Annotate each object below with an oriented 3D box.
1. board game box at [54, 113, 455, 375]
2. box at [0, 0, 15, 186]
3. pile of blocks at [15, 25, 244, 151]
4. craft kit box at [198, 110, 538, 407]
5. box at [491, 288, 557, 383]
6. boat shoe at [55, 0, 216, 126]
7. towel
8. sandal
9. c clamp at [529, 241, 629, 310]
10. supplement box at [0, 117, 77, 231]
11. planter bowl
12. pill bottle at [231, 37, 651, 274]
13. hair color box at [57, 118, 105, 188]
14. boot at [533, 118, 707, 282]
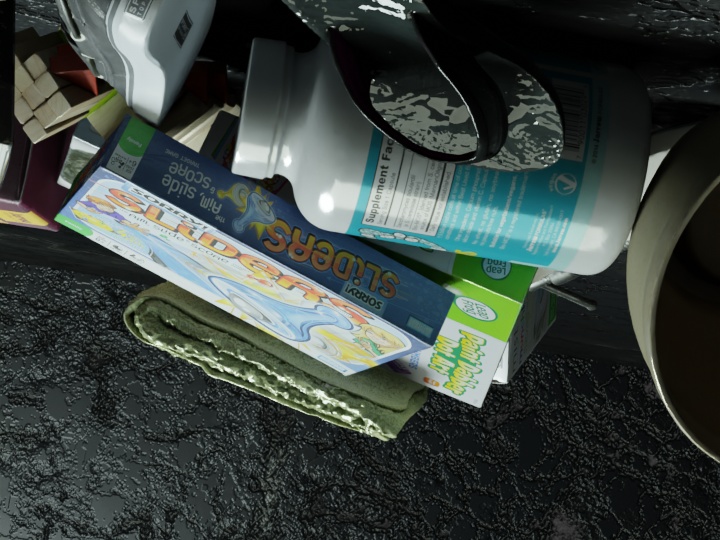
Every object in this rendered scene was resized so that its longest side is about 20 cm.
[{"bbox_3d":[-0.062,-0.009,0.901,0.200,0.034,0.135,29,161,-13],"label":"board game box"},{"bbox_3d":[-0.238,-0.109,0.646,0.200,0.158,0.050,11,135,-24],"label":"box"},{"bbox_3d":[-0.121,-0.113,0.926,0.062,0.082,0.200,-33,159,29],"label":"pile of blocks"},{"bbox_3d":[0.000,0.000,0.970,0.197,0.049,0.200,20,159,5],"label":"craft kit box"},{"bbox_3d":[0.052,0.016,1.372,0.200,0.097,0.176,7,-163,19],"label":"box"},{"bbox_3d":[-0.115,-0.121,0.783,0.066,0.070,0.200,26,177,0],"label":"boat shoe"},{"bbox_3d":[-0.047,0.047,1.091,0.200,0.037,0.148,22,-163,6],"label":"towel"},{"bbox_3d":[0.020,-0.085,0.697,0.075,0.048,0.200,-15,145,33],"label":"sandal"},{"bbox_3d":[0.174,-0.029,1.141,0.171,0.027,0.200,13,151,-37],"label":"c clamp"},{"bbox_3d":[-0.301,-0.097,1.092,0.200,0.103,0.131,8,173,3],"label":"supplement box"},{"bbox_3d":[0.221,-0.010,0.829,0.200,0.200,0.135,11,-160,-15],"label":"planter bowl"},{"bbox_3d":[0.038,-0.066,0.827,0.200,0.111,0.111,10,174,-6],"label":"pill bottle"},{"bbox_3d":[-0.094,-0.055,1.081,0.200,0.061,0.099,25,159,-8],"label":"hair color box"},{"bbox_3d":[0.137,-0.062,0.971,0.200,0.090,0.073,-22,137,23],"label":"boot"}]
